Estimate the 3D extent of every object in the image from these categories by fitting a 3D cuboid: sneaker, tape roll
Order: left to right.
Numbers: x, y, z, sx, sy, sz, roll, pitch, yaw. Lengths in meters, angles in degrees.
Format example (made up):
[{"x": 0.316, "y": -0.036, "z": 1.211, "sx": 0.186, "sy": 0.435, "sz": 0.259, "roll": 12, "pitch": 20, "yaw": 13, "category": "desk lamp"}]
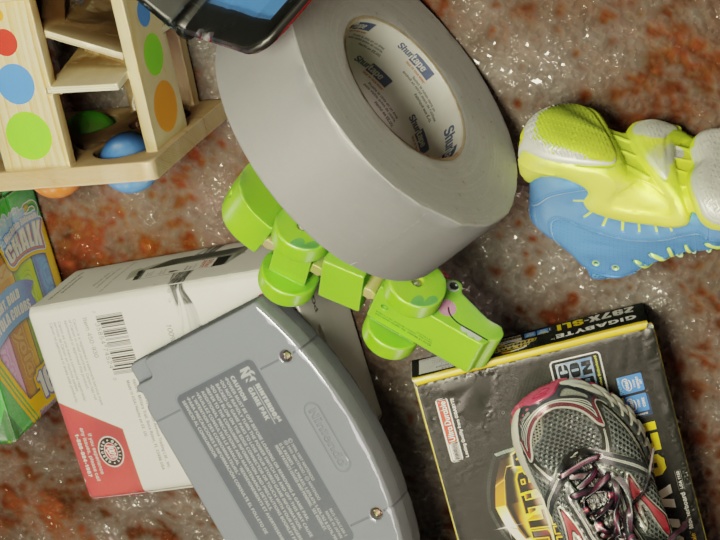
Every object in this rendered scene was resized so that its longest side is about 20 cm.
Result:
[{"x": 0.006, "y": -0.095, "z": 1.660, "sx": 0.066, "sy": 0.200, "sz": 0.200, "roll": -37, "pitch": 95, "yaw": 29, "category": "tape roll"}, {"x": 0.163, "y": 0.156, "z": 1.711, "sx": 0.081, "sy": 0.075, "sz": 0.200, "roll": -29, "pitch": 104, "yaw": 10, "category": "sneaker"}, {"x": 0.193, "y": -0.038, "z": 1.697, "sx": 0.200, "sy": 0.076, "sz": 0.105, "roll": 19, "pitch": 136, "yaw": 13, "category": "sneaker"}]

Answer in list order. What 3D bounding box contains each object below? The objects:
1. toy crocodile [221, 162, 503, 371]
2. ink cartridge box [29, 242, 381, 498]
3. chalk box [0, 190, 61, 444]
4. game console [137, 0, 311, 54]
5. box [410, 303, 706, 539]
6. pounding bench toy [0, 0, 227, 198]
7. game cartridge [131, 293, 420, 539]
[{"x": 0.000, "y": 0.000, "z": 1.715, "sx": 0.200, "sy": 0.062, "sz": 0.068, "roll": 28, "pitch": 144, "yaw": 7, "category": "toy crocodile"}, {"x": -0.103, "y": 0.064, "z": 1.839, "sx": 0.200, "sy": 0.083, "sz": 0.147, "roll": -9, "pitch": 107, "yaw": 24, "category": "ink cartridge box"}, {"x": -0.290, "y": 0.010, "z": 1.868, "sx": 0.124, "sy": 0.124, "sz": 0.200, "roll": -8, "pitch": 109, "yaw": 24, "category": "chalk box"}, {"x": -0.063, "y": -0.242, "z": 1.618, "sx": 0.172, "sy": 0.119, "sz": 0.200, "roll": 40, "pitch": 81, "yaw": 2, "category": "game console"}, {"x": 0.134, "y": 0.135, "z": 1.768, "sx": 0.160, "sy": 0.049, "sz": 0.200, "roll": -14, "pitch": 107, "yaw": 3, "category": "box"}, {"x": -0.210, "y": -0.130, "z": 1.776, "sx": 0.200, "sy": 0.124, "sz": 0.156, "roll": -3, "pitch": 111, "yaw": 23, "category": "pounding bench toy"}, {"x": -0.049, "y": 0.120, "z": 1.767, "sx": 0.133, "sy": 0.040, "sz": 0.200, "roll": -26, "pitch": 96, "yaw": 31, "category": "game cartridge"}]
